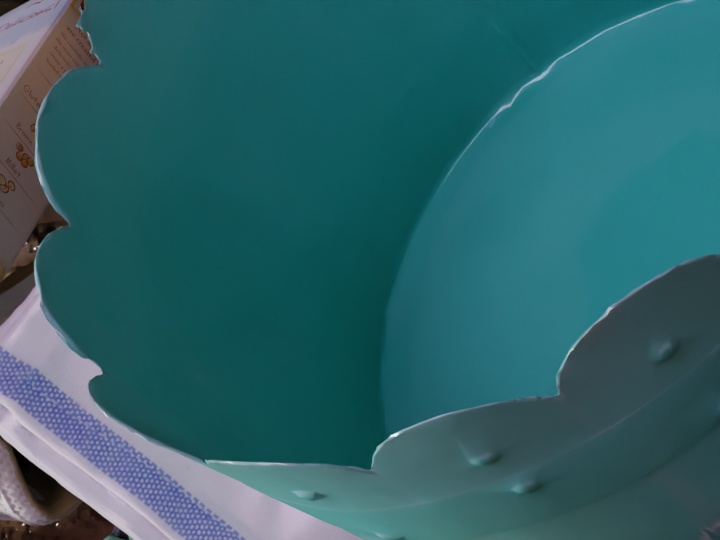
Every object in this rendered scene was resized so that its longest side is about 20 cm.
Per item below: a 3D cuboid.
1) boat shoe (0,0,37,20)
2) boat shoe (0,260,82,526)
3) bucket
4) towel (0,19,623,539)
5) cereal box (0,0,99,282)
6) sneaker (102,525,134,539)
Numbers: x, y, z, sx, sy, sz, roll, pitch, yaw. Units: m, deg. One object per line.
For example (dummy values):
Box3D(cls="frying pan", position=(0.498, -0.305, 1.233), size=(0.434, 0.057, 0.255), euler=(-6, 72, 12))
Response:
Box3D(cls="boat shoe", position=(-0.081, -0.142, 0.863), size=(0.200, 0.072, 0.068), euler=(-25, 67, 36))
Box3D(cls="boat shoe", position=(-0.112, 0.048, 0.847), size=(0.199, 0.071, 0.070), euler=(-29, 63, 30))
Box3D(cls="bucket", position=(0.041, -0.023, 0.615), size=(0.206, 0.135, 0.208), euler=(-18, 55, 27))
Box3D(cls="towel", position=(0.000, 0.000, 0.733), size=(0.147, 0.024, 0.200), euler=(38, 93, 7))
Box3D(cls="cereal box", position=(-0.160, -0.005, 0.845), size=(0.143, 0.040, 0.200), euler=(-22, 26, 34))
Box3D(cls="sneaker", position=(-0.062, 0.112, 0.767), size=(0.074, 0.087, 0.201), euler=(27, 105, 41))
